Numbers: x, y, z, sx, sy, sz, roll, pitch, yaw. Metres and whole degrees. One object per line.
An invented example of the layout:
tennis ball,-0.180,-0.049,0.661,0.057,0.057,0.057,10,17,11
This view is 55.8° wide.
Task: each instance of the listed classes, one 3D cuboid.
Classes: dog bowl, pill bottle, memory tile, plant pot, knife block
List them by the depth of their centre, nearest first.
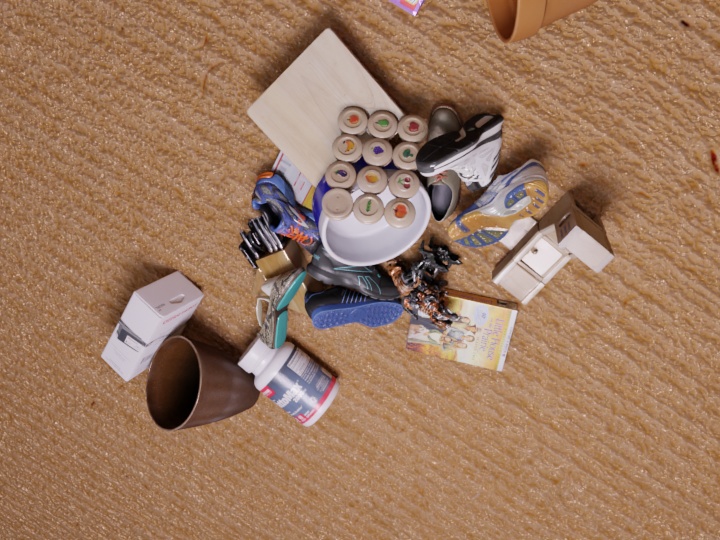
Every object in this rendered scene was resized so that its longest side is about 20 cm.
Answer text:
plant pot,0.258,-0.434,0.952,0.139,0.200,0.202,-10,115,1
memory tile,0.023,-0.167,1.082,0.152,0.202,0.017,9,162,3
dog bowl,0.018,-0.106,1.182,0.198,0.079,0.201,-13,139,-12
knife block,-0.143,-0.021,1.332,0.198,0.064,0.177,21,121,3
plant pot,-0.313,0.242,1.430,0.187,0.188,0.199,-39,147,28
pill bottle,-0.154,0.222,1.431,0.200,0.120,0.120,39,119,-7

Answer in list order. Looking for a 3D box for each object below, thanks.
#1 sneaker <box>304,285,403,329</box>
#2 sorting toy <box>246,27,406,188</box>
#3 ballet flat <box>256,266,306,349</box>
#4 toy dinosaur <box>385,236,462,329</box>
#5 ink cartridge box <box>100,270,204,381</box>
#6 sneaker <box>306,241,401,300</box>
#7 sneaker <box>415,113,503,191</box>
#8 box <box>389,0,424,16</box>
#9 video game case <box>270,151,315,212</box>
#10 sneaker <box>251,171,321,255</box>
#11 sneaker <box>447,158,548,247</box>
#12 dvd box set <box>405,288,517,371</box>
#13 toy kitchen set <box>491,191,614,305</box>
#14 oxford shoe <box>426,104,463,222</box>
sneaker,-0.014,0.064,1.322,0.198,0.078,0.071,0,130,-28
sorting toy,-0.053,-0.269,1.164,0.198,0.070,0.200,-40,103,19
ballet flat,-0.165,0.063,1.313,0.075,0.068,0.201,30,124,15
toy dinosaur,0.109,0.016,1.261,0.199,0.102,0.136,38,117,-10
ink cartridge box,-0.434,0.113,1.423,0.084,0.145,0.200,41,119,7
sneaker,0.000,0.000,1.283,0.199,0.075,0.080,17,101,-24
sneaker,0.171,-0.169,1.111,0.075,0.200,0.116,21,133,42
box,0.035,-0.507,1.047,0.199,0.039,0.137,30,121,-2
video game case,-0.063,-0.168,1.262,0.199,0.017,0.143,31,120,-3
sneaker,-0.133,-0.088,1.274,0.200,0.079,0.075,44,137,-17
sneaker,0.234,-0.111,1.146,0.075,0.089,0.199,39,133,-25
dvd box set,0.196,0.112,1.336,0.198,0.029,0.147,13,119,8
toy kitchen set,0.285,-0.037,1.148,0.163,0.181,0.200,37,115,-5
oxford shoe,0.146,-0.180,1.169,0.070,0.075,0.202,1,117,15
